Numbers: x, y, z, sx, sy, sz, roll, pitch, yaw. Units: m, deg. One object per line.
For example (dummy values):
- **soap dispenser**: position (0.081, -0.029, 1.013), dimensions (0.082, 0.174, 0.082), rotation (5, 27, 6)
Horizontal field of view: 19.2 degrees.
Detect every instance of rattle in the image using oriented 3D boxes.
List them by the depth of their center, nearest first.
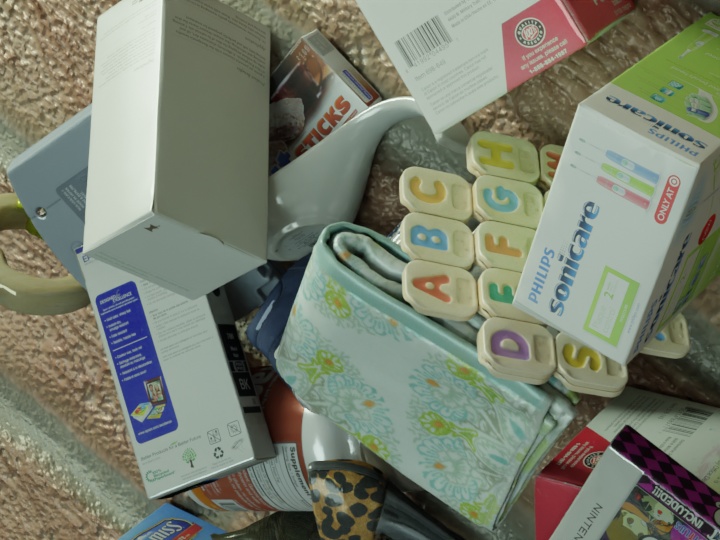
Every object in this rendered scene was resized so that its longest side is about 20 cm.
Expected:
- **rattle**: position (-0.265, -0.031, 1.631), dimensions (0.143, 0.200, 0.130), rotation (-45, 70, 42)

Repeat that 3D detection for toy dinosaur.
- **toy dinosaur**: position (-0.029, 0.222, 1.676), dimensions (0.200, 0.103, 0.077), rotation (6, 154, 45)

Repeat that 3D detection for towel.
- **towel**: position (0.038, 0.073, 1.401), dimensions (0.200, 0.048, 0.171), rotation (36, 144, 10)

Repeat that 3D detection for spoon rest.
- **spoon rest**: position (-0.011, -0.066, 1.528), dimensions (0.200, 0.099, 0.061), rotation (-30, 60, 29)

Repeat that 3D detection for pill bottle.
- **pill bottle**: position (-0.038, 0.126, 1.608), dimensions (0.199, 0.112, 0.113), rotation (-5, 108, 36)

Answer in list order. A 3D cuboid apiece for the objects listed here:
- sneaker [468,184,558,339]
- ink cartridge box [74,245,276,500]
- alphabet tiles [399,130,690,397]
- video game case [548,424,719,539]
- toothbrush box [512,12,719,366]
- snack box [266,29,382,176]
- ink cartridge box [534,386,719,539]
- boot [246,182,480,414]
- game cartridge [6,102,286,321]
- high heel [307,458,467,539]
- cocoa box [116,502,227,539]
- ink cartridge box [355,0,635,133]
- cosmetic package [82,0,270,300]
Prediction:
- **sneaker**: position (0.094, 0.048, 1.479), dimensions (0.116, 0.074, 0.200), rotation (42, 105, 8)
- **ink cartridge box**: position (-0.138, 0.060, 1.577), dimensions (0.099, 0.039, 0.201), rotation (-21, 80, 24)
- **alphabet tiles**: position (0.120, -0.008, 1.377), dimensions (0.195, 0.201, 0.015), rotation (11, 139, -13)
- **video game case**: position (0.204, 0.223, 1.348), dimensions (0.200, 0.036, 0.182), rotation (38, 129, 14)
- **toothbrush box**: position (0.190, -0.054, 1.312), dimensions (0.086, 0.200, 0.146), rotation (30, 124, 20)
- **snack box**: position (-0.064, -0.088, 1.584), dimensions (0.072, 0.024, 0.200), rotation (46, 129, 5)
- **ink cartridge box**: position (0.238, 0.188, 1.426), dimensions (0.199, 0.145, 0.145), rotation (12, 117, 31)
- **boot**: position (0.000, 0.000, 1.525), dimensions (0.200, 0.073, 0.090), rotation (-50, 56, 6)
- **game cartridge**: position (-0.166, -0.032, 1.603), dimensions (0.133, 0.041, 0.200), rotation (-32, 110, 24)
- **high heel**: position (-0.032, 0.219, 1.551), dimensions (0.142, 0.072, 0.200), rotation (37, 117, -21)
- **cocoa box**: position (-0.156, 0.323, 1.767), dimensions (0.131, 0.133, 0.201), rotation (22, 122, 25)
- **ink cartridge box**: position (0.065, -0.215, 1.399), dimensions (0.145, 0.085, 0.200), rotation (-28, 95, 39)
- **cosmetic package**: position (-0.128, -0.095, 1.506), dimensions (0.085, 0.107, 0.201), rotation (-25, 52, 39)
